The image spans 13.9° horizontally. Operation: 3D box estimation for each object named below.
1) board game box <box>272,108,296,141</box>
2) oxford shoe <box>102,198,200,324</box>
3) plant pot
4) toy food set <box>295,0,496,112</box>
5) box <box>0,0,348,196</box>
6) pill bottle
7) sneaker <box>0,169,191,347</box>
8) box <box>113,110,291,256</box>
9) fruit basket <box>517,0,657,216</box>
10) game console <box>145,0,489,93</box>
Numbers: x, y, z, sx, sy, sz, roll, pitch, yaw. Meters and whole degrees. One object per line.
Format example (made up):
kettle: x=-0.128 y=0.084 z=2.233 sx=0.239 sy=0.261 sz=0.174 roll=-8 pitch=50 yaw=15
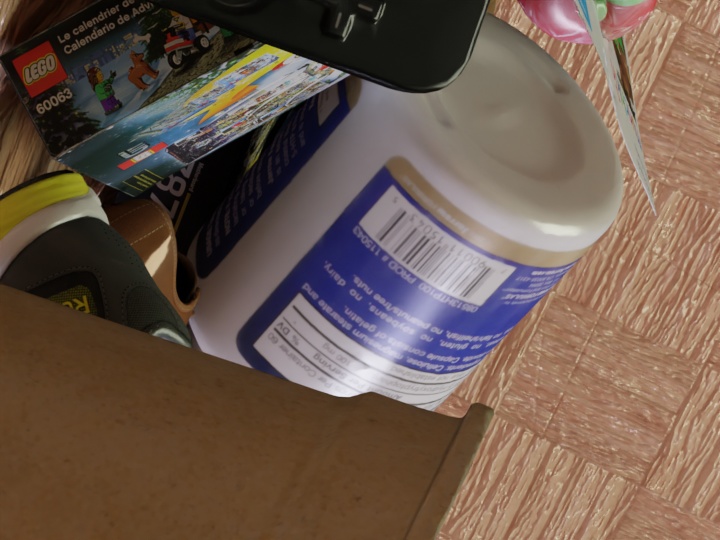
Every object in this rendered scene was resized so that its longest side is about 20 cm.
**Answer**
board game box: x=-0.017 y=-0.042 z=1.350 sx=0.135 sy=0.045 sz=0.200 roll=-64 pitch=179 yaw=32
oxford shoe: x=-0.091 y=0.028 z=1.118 sx=0.071 sy=0.071 sz=0.200 roll=-36 pitch=169 yaw=-15
plant pot: x=-0.086 y=0.090 z=0.842 sx=0.201 sy=0.183 sz=0.200 roll=-63 pitch=176 yaw=-8
toy food set: x=0.014 y=-0.152 z=1.231 sx=0.198 sy=0.048 sz=0.201 roll=-17 pitch=108 yaw=-71
box: x=-0.038 y=-0.079 z=0.986 sx=0.136 sy=0.038 sz=0.200 roll=-29 pitch=177 yaw=1
pill bottle: x=0.000 y=0.000 z=1.164 sx=0.200 sy=0.120 sz=0.120 roll=-47 pitch=-173 yaw=33
sneaker: x=-0.111 y=0.067 z=0.983 sx=0.074 sy=0.085 sz=0.201 roll=-19 pitch=139 yaw=-37
box: x=-0.056 y=-0.071 z=1.283 sx=0.162 sy=0.049 sz=0.200 roll=-63 pitch=179 yaw=33
fruit basket: x=0.098 y=-0.151 z=1.220 sx=0.185 sy=0.093 sz=0.201 roll=60 pitch=15 yaw=-58
game console: x=0.001 y=-0.159 z=0.800 sx=0.116 sy=0.175 sz=0.201 roll=24 pitch=-84 yaw=65
